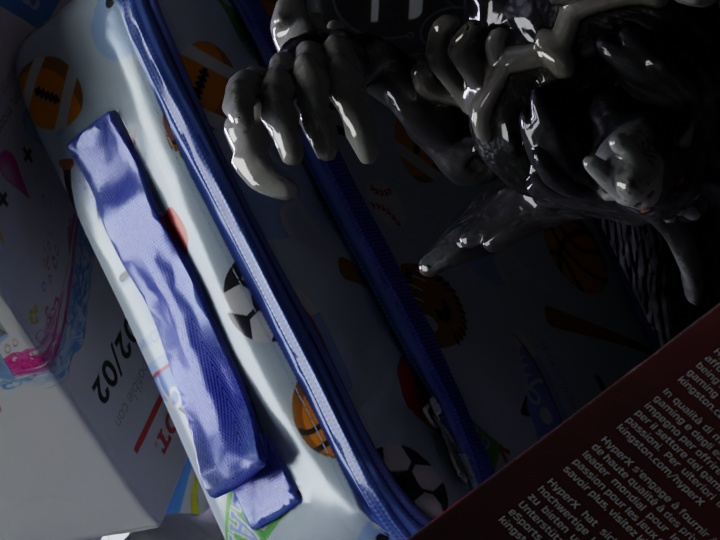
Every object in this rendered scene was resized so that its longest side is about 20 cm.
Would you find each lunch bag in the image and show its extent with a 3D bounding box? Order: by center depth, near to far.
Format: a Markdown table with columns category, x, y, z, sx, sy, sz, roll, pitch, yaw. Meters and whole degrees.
| category | x | y | z | sx | sy | sz | roll | pitch | yaw |
| --- | --- | --- | --- | --- | --- | --- | --- | --- | --- |
| lunch bag | 0.000 | 0.000 | 0.741 | 0.075 | 0.160 | 0.201 | -36 | 75 | 34 |

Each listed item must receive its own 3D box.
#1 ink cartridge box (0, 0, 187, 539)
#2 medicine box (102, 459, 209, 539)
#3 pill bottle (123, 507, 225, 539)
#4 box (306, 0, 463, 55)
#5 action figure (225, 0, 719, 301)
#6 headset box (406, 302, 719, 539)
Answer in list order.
| category | x | y | z | sx | sy | sz | roll | pitch | yaw |
| --- | --- | --- | --- | --- | --- | --- | --- | --- | --- |
| ink cartridge box | -0.093 | -0.003 | 0.782 | 0.201 | 0.068 | 0.115 | 60 | -147 | -32 |
| medicine box | -0.101 | 0.070 | 1.008 | 0.199 | 0.103 | 0.183 | 10 | 96 | 45 |
| pill bottle | -0.041 | 0.142 | 0.816 | 0.201 | 0.112 | 0.112 | -62 | 15 | 4 |
| box | 0.029 | -0.167 | 0.678 | 0.123 | 0.105 | 0.201 | -106 | 13 | -46 |
| action figure | 0.019 | -0.064 | 0.573 | 0.200 | 0.119 | 0.102 | 48 | -156 | -11 |
| headset box | 0.048 | 0.097 | 0.568 | 0.075 | 0.200 | 0.149 | 44 | 153 | 21 |
